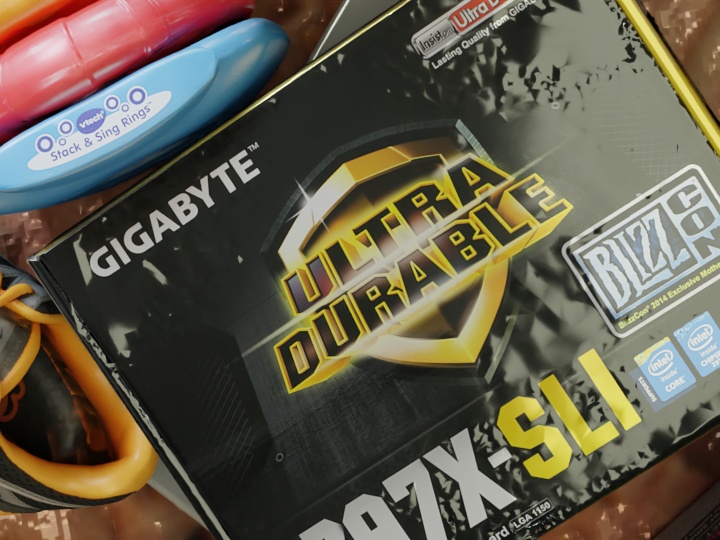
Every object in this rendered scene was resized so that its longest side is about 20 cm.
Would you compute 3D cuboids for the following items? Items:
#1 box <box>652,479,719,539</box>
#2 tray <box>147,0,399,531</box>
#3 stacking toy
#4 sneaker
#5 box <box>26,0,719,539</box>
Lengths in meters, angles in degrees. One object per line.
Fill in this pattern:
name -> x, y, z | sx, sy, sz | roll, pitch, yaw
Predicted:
box -> 0.199, 0.089, 0.862 | 0.200, 0.132, 0.115 | -41, 99, 3
tray -> 0.000, 0.000, 0.861 | 0.107, 0.022, 0.200 | 34, 98, 24
stacking toy -> -0.113, -0.123, 0.814 | 0.116, 0.110, 0.201 | -27, 91, 4
sneaker -> -0.136, 0.011, 0.806 | 0.200, 0.077, 0.078 | 41, 66, -38
box -> 0.024, 0.005, 0.796 | 0.200, 0.049, 0.160 | -33, 95, 12
